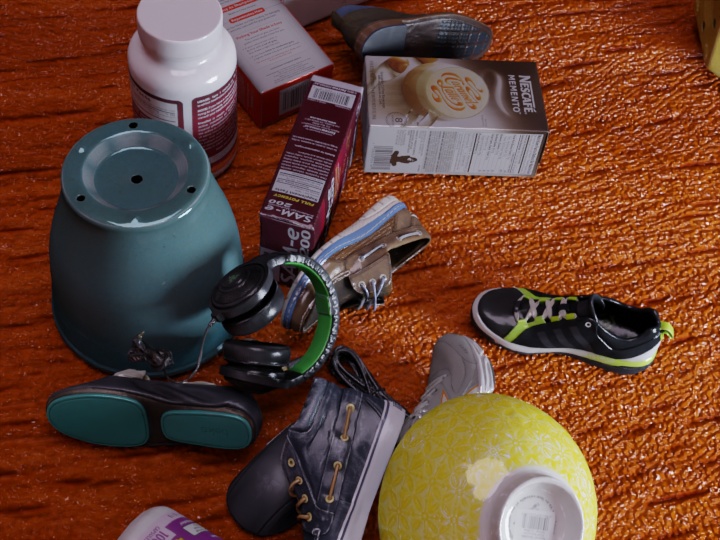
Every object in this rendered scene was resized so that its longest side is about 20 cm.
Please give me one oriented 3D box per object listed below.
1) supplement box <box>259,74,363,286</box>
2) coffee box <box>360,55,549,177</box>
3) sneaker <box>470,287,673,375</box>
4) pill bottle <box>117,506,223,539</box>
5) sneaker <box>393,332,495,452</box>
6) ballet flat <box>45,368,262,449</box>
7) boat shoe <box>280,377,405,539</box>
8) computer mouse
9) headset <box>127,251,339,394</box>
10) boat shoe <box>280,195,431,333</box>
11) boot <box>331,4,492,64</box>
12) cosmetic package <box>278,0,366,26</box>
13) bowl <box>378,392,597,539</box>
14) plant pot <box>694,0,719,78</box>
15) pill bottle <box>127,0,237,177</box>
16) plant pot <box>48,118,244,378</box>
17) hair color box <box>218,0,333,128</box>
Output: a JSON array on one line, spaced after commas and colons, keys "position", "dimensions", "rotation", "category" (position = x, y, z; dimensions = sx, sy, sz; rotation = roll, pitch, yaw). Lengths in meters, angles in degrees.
[{"position": [-0.052, -0.094, 1.202], "dimensions": [0.060, 0.109, 0.201], "rotation": [15, 55, 4], "category": "supplement box"}, {"position": [0.102, -0.174, 1.293], "dimensions": [0.198, 0.080, 0.115], "rotation": [1, 54, -5], "category": "coffee box"}, {"position": [0.211, 0.042, 1.148], "dimensions": [0.198, 0.083, 0.072], "rotation": [11, 53, 2], "category": "sneaker"}, {"position": [-0.109, 0.283, 0.920], "dimensions": [0.199, 0.113, 0.113], "rotation": [26, 56, 16], "category": "pill bottle"}, {"position": [0.070, 0.140, 1.056], "dimensions": [0.091, 0.076, 0.201], "rotation": [15, 51, -19], "category": "sneaker"}, {"position": [-0.187, 0.127, 1.062], "dimensions": [0.198, 0.073, 0.074], "rotation": [4, 54, 3], "category": "ballet flat"}, {"position": [-0.037, 0.196, 0.991], "dimensions": [0.090, 0.071, 0.202], "rotation": [21, 76, -2], "category": "boat shoe"}, {"position": [-0.052, 0.145, 1.069], "dimensions": [0.199, 0.046, 0.141], "rotation": [-28, 63, -23], "category": "computer mouse"}, {"position": [-0.110, 0.054, 1.051], "dimensions": [0.199, 0.125, 0.094], "rotation": [-19, 17, -40], "category": "headset"}, {"position": [0.000, 0.000, 1.163], "dimensions": [0.072, 0.072, 0.200], "rotation": [35, 58, 16], "category": "boat shoe"}, {"position": [0.061, -0.290, 1.372], "dimensions": [0.199, 0.075, 0.097], "rotation": [-8, 38, -35], "category": "boot"}, {"position": [-0.053, -0.430, 1.407], "dimensions": [0.199, 0.167, 0.168], "rotation": [-27, 61, -22], "category": "cosmetic package"}, {"position": [0.124, 0.205, 0.951], "dimensions": [0.198, 0.108, 0.202], "rotation": [1, 87, -21], "category": "bowl"}, {"position": [0.516, -0.319, 1.382], "dimensions": [0.198, 0.195, 0.197], "rotation": [0, 54, 2], "category": "plant pot"}, {"position": [-0.184, -0.194, 1.202], "dimensions": [0.112, 0.201, 0.114], "rotation": [3, 54, -4], "category": "pill bottle"}, {"position": [-0.206, -0.034, 1.089], "dimensions": [0.198, 0.189, 0.201], "rotation": [2, 52, -2], "category": "plant pot"}, {"position": [-0.127, -0.269, 1.348], "dimensions": [0.101, 0.061, 0.200], "rotation": [-26, 62, -22], "category": "hair color box"}]
